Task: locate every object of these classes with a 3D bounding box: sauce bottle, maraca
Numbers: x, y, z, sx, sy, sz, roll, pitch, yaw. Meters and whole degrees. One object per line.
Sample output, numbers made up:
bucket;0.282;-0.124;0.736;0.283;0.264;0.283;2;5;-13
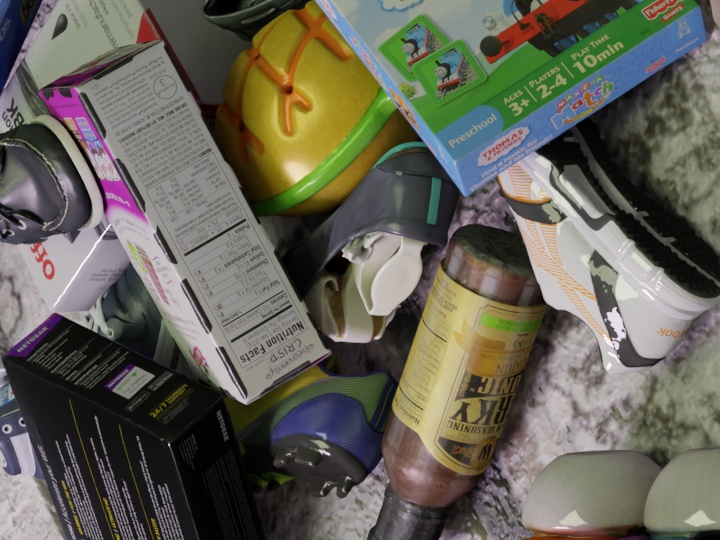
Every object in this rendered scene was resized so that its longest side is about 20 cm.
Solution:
sauce bottle;0.050;0.076;1.361;0.065;0.064;0.201;37;119;41
maraca;-0.007;-0.104;1.384;0.200;0.107;0.138;-35;35;35

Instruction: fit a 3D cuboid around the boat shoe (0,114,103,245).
boat shoe;-0.210;-0.047;1.468;0.199;0.066;0.075;10;126;65

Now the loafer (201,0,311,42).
loafer;-0.020;-0.200;1.425;0.201;0.070;0.068;-44;60;39

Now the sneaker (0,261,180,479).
sneaker;-0.173;0.055;1.546;0.070;0.108;0.201;-101;22;-57

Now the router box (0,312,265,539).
router box;-0.127;0.136;1.480;0.149;0.051;0.201;23;140;37

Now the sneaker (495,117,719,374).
sneaker;0.104;-0.027;1.292;0.200;0.073;0.080;53;129;33

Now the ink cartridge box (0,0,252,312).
ink cartridge box;-0.150;-0.089;1.560;0.200;0.083;0.145;-52;56;35

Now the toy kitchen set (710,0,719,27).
toy kitchen set;0.165;-0.177;1.142;0.200;0.180;0.164;53;128;38

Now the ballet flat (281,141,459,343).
ballet flat;0.000;0.000;1.379;0.200;0.073;0.073;-47;56;56

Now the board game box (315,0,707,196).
board game box;0.063;-0.153;1.295;0.151;0.037;0.200;-33;57;-5

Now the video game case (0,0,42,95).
video game case;-0.291;-0.209;1.617;0.180;0.045;0.201;13;67;18

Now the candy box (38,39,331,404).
candy box;-0.101;-0.029;1.400;0.201;0.061;0.136;63;167;-11

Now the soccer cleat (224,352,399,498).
soccer cleat;-0.044;0.086;1.477;0.200;0.065;0.084;3;56;56

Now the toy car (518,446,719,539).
toy car;0.131;0.177;1.208;0.199;0.149;0.176;-6;86;47
